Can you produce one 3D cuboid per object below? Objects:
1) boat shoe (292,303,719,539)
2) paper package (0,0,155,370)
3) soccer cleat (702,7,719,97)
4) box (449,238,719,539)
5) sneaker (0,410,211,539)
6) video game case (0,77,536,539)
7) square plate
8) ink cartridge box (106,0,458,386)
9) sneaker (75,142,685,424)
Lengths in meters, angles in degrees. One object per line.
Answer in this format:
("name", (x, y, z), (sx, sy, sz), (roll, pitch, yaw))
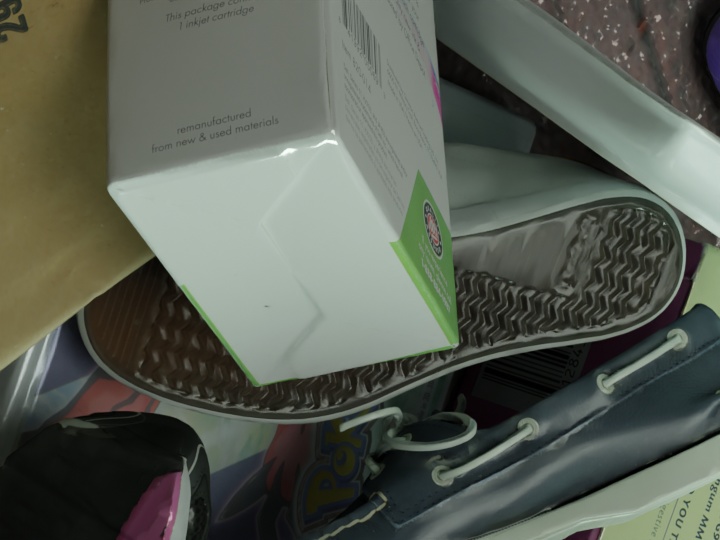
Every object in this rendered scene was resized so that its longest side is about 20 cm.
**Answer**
("boat shoe", (0.037, 0.069, 0.844), (0.199, 0.075, 0.062), (-22, 79, -2))
("paper package", (-0.164, -0.055, 0.693), (0.190, 0.103, 0.201), (-37, 122, -28))
("soccer cleat", (0.209, -0.028, 0.986), (0.068, 0.073, 0.200), (-40, 102, 21))
("box", (0.128, 0.092, 0.977), (0.199, 0.096, 0.177), (23, 86, -40))
("sneaker", (-0.085, 0.128, 0.822), (0.086, 0.080, 0.201), (-16, 135, -52))
("video game case", (-0.036, 0.015, 0.870), (0.182, 0.023, 0.201), (20, 88, -41))
("square plate", (0.104, -0.040, 0.863), (0.200, 0.198, 0.029), (30, 98, -40))
("ink cartridge box", (-0.024, -0.083, 0.751), (0.117, 0.067, 0.201), (58, 24, -53))
("sneaker", (0.000, 0.000, 0.846), (0.199, 0.085, 0.073), (-5, 110, -16))
